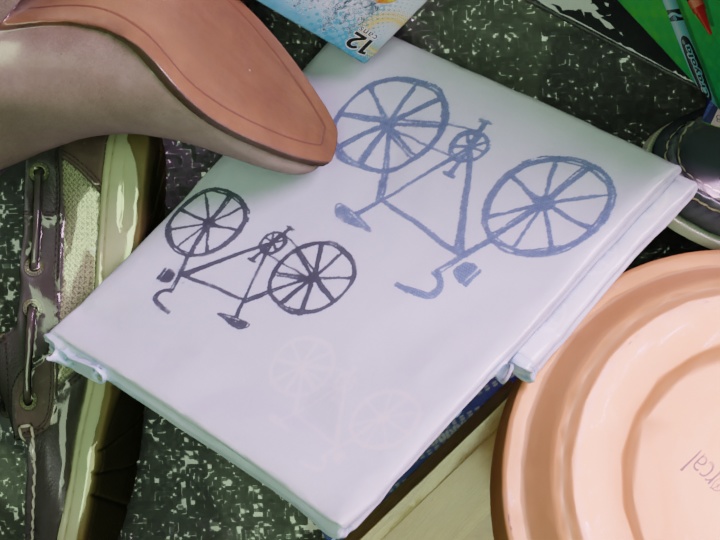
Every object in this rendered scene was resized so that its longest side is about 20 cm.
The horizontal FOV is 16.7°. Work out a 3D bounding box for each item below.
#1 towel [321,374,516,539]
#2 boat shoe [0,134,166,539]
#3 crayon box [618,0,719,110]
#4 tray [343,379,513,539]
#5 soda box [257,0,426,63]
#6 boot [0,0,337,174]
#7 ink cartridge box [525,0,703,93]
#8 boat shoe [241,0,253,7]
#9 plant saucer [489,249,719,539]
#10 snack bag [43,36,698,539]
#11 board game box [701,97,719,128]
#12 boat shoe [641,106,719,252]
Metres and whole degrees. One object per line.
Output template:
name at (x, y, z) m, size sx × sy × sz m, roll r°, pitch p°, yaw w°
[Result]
towel at (0.042, 0.072, 1.039) m, size 0.144 × 0.024 × 0.201 m, roll -28°, pitch 96°, yaw 4°
boat shoe at (-0.124, 0.036, 1.021) m, size 0.066 × 0.072 × 0.202 m, roll 9°, pitch 91°, yaw 8°
crayon box at (0.179, -0.150, 0.893) m, size 0.199 × 0.058 × 0.119 m, roll -31°, pitch 68°, yaw -23°
tray at (0.025, 0.151, 1.019) m, size 0.200 × 0.037 × 0.099 m, roll -44°, pitch 95°, yaw 6°
soda box at (-0.054, -0.162, 0.941) m, size 0.199 × 0.064 × 0.068 m, roll 29°, pitch 123°, yaw -31°
boot at (-0.127, -0.071, 0.959) m, size 0.200 × 0.070 × 0.146 m, roll 39°, pitch 126°, yaw -22°
ink cartridge box at (0.155, -0.120, 1.000) m, size 0.199 × 0.039 × 0.100 m, roll 26°, pitch 96°, yaw 0°
boat shoe at (-0.126, -0.166, 1.004) m, size 0.200 × 0.070 × 0.070 m, roll 40°, pitch 59°, yaw -4°
plant saucer at (0.147, 0.086, 0.901) m, size 0.199 × 0.032 × 0.201 m, roll 5°, pitch 68°, yaw -12°
snack bag at (0.000, 0.000, 0.941) m, size 0.188 × 0.021 × 0.200 m, roll 28°, pitch 67°, yaw 39°
board game box at (0.217, -0.123, 0.939) m, size 0.135 × 0.035 × 0.201 m, roll 18°, pitch 59°, yaw 2°
boat shoe at (0.209, -0.039, 0.948) m, size 0.199 × 0.062 × 0.075 m, roll 7°, pitch 73°, yaw -10°
